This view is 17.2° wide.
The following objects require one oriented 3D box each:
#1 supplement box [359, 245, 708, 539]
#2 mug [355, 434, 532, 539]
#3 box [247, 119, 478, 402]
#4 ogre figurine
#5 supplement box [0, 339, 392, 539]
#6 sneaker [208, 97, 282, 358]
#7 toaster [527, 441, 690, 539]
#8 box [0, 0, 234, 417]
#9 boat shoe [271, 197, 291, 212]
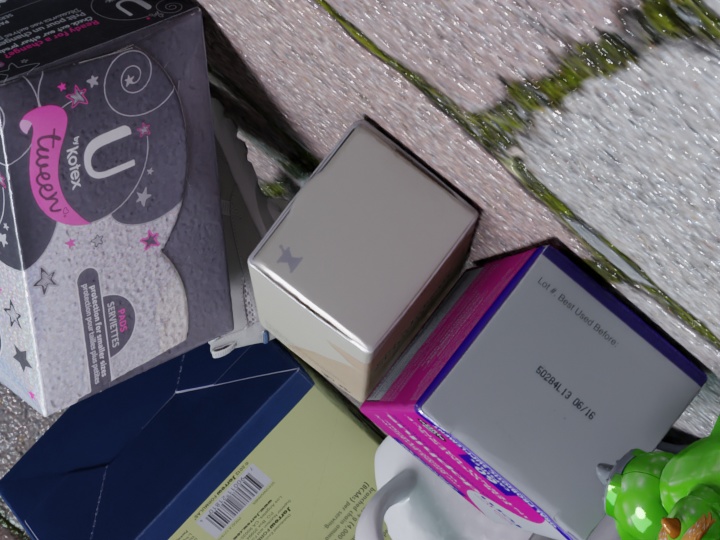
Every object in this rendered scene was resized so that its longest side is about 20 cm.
[{"bbox_3d":[0.079,0.061,1.175,0.101,0.104,0.200,39,174,-4],"label":"supplement box"},{"bbox_3d":[0.078,0.163,1.433,0.176,0.200,0.148,53,131,14],"label":"mug"},{"bbox_3d":[0.000,0.000,1.233,0.078,0.095,0.200,38,173,5],"label":"box"},{"bbox_3d":[0.179,0.119,1.027,0.120,0.098,0.200,52,161,-15],"label":"ogre figurine"},{"bbox_3d":[-0.085,0.149,1.545,0.200,0.200,0.134,45,179,-43],"label":"supplement box"},{"bbox_3d":[-0.099,-0.039,1.379,0.200,0.082,0.075,55,163,26],"label":"sneaker"},{"bbox_3d":[0.155,0.165,1.286,0.114,0.129,0.200,43,172,-16],"label":"toaster"},{"bbox_3d":[-0.156,-0.047,1.259,0.115,0.132,0.201,30,135,44],"label":"box"},{"bbox_3d":[-0.063,-0.005,1.545,0.092,0.075,0.200,27,168,25],"label":"boat shoe"}]
